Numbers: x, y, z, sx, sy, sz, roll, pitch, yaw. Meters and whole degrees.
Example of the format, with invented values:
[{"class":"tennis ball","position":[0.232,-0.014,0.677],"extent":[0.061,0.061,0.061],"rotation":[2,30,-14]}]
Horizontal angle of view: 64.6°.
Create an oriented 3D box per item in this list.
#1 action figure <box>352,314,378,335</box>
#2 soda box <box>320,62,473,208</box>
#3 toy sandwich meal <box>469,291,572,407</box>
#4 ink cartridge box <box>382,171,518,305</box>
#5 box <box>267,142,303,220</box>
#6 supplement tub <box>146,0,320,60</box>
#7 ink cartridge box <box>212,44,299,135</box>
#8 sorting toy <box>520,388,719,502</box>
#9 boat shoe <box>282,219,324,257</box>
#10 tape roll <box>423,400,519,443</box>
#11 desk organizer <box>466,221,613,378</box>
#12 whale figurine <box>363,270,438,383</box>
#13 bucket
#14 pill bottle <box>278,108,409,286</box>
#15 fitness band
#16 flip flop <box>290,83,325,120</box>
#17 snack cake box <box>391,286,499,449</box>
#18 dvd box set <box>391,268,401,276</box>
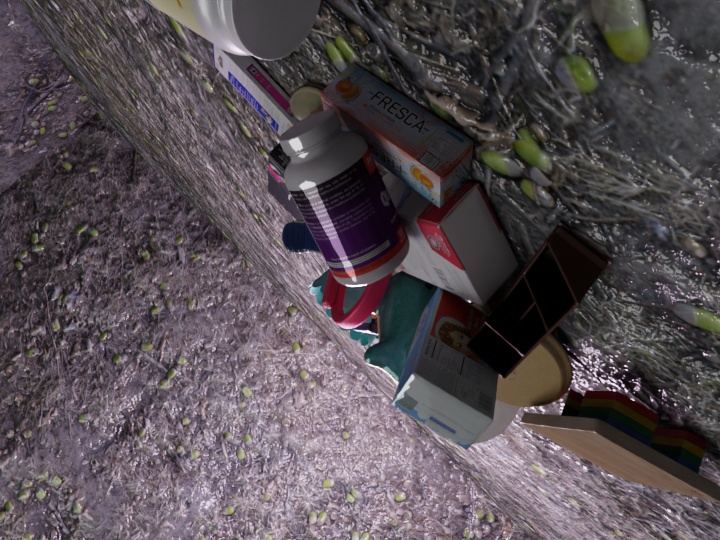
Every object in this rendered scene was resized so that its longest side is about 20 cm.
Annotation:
[{"class":"action figure","position":[0.066,0.080,1.108],"extent":[0.197,0.107,0.192],"rotation":[11,178,-28]},{"class":"soda box","position":[0.043,-0.167,0.694],"extent":[0.199,0.064,0.069],"rotation":[40,166,22]},{"class":"toy sandwich meal","position":[0.239,0.128,0.902],"extent":[0.202,0.070,0.208],"rotation":[20,133,22]},{"class":"ink cartridge box","position":[0.103,-0.053,0.797],"extent":[0.148,0.086,0.199],"rotation":[54,166,-31]},{"class":"box","position":[-0.087,-0.160,0.998],"extent":[0.122,0.106,0.200],"rotation":[45,167,1]},{"class":"supplement tub","position":[-0.151,-0.330,0.625],"extent":[0.199,0.145,0.146],"rotation":[37,164,28]},{"class":"ink cartridge box","position":[-0.173,-0.307,0.978],"extent":[0.200,0.037,0.095],"rotation":[44,167,-5]},{"class":"sorting toy","position":[0.366,0.236,0.812],"extent":[0.197,0.071,0.199],"rotation":[29,164,-5]},{"class":"boat shoe","position":[-0.040,-0.058,0.934],"extent":[0.197,0.072,0.074],"rotation":[13,108,40]},{"class":"tape roll","position":[0.186,0.197,1.010],"extent":[0.202,0.203,0.071],"rotation":[42,-172,10]},{"class":"desk organizer","position":[0.204,0.044,0.681],"extent":[0.071,0.077,0.201],"rotation":[40,148,14]},{"class":"whale figurine","position":[0.078,0.078,0.900],"extent":[0.157,0.201,0.105],"rotation":[32,135,5]},{"class":"bucket","position":[-0.008,0.063,1.341],"extent":[0.207,0.135,0.208],"rotation":[42,165,14]},{"class":"pill bottle","position":[-0.022,-0.089,0.706],"extent":[0.112,0.112,0.202],"rotation":[21,143,57]},{"class":"fitness band","position":[0.000,0.000,0.942],"extent":[0.037,0.203,0.142],"rotation":[32,142,-29]},{"class":"flip flop","position":[-0.041,-0.209,0.826],"extent":[0.199,0.058,0.082],"rotation":[36,164,32]},{"class":"snack cake box","position":[0.124,0.122,0.769],"extent":[0.114,0.201,0.068],"rotation":[30,125,1]},{"class":"dvd box set","position":[0.085,0.003,1.051],"extent":[0.199,0.030,0.146],"rotation":[41,170,-28]}]
